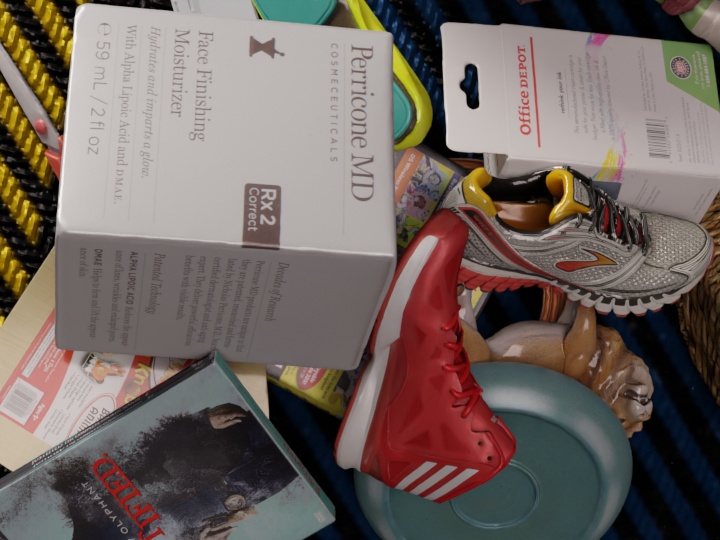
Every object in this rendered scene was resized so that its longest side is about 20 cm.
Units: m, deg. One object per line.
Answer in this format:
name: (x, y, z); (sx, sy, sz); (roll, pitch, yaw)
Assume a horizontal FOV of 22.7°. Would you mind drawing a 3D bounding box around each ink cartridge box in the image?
ink cartridge box: (0.148, -0.104, 1.261); (0.199, 0.067, 0.117); (5, 60, -9)

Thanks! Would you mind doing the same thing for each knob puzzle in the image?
knob puzzle: (-0.151, 0.081, 1.217); (0.219, 0.030, 0.220); (1, 82, -7)

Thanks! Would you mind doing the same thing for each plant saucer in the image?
plant saucer: (0.094, 0.153, 1.271); (0.199, 0.027, 0.201); (1, 123, 1)

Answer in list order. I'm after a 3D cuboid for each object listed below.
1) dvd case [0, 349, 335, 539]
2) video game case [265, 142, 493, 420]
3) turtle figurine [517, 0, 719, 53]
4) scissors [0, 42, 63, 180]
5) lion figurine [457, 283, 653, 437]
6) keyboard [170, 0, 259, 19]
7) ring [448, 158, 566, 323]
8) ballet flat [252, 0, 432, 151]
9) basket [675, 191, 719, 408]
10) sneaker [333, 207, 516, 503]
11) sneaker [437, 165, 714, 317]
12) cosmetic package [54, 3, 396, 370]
dvd case: (-0.137, 0.157, 1.174); (0.200, 0.022, 0.146); (-30, 113, 12)
video game case: (0.000, 0.000, 1.273); (0.180, 0.026, 0.200); (29, 89, -10)
turtle figurine: (0.204, -0.253, 1.242); (0.194, 0.144, 0.200); (28, 94, -13)
scissors: (-0.218, -0.087, 1.249); (0.200, 0.014, 0.073); (46, 131, 6)
lion figurine: (0.116, 0.060, 1.268); (0.199, 0.072, 0.123); (4, 109, -11)
keyboard: (-0.081, -0.112, 1.249); (0.056, 0.011, 0.201); (-17, 84, 0)
ring: (0.069, 0.018, 1.307); (0.200, 0.019, 0.201); (-1, 94, -8)
ballet flat: (-0.015, -0.166, 1.248); (0.067, 0.067, 0.200); (-40, 79, 25)
basket: (0.339, 0.022, 1.329); (0.199, 0.149, 0.143); (-13, 130, -8)
sneaker: (0.064, 0.063, 1.180); (0.115, 0.078, 0.200); (24, 119, 12)
sneaker: (0.148, -0.023, 1.207); (0.199, 0.078, 0.082); (5, 139, -15)
cosmetic package: (-0.087, -0.048, 1.125); (0.199, 0.165, 0.165); (3, 63, -8)
